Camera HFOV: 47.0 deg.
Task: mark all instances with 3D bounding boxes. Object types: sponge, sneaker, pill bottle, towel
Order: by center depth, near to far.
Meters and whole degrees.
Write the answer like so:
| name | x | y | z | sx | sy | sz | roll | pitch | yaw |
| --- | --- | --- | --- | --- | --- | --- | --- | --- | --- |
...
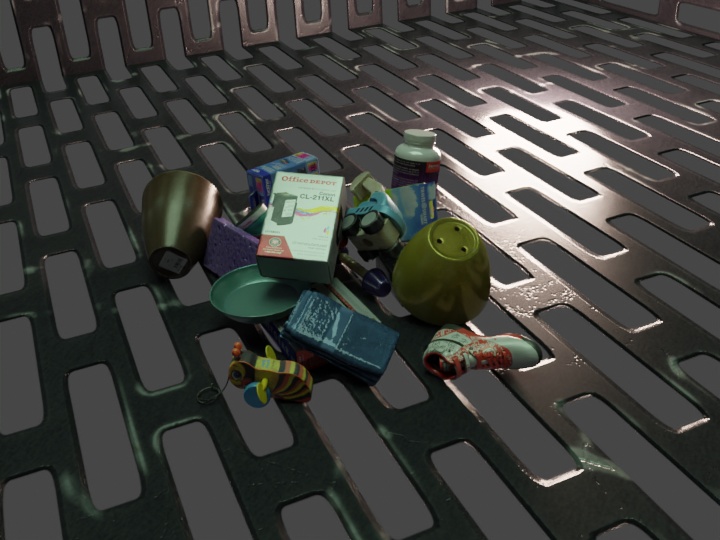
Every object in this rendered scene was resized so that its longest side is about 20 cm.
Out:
| name | x | y | z | sx | sy | sz | roll | pitch | yaw |
| --- | --- | --- | --- | --- | --- | --- | --- | --- | --- |
| sneaker | 0.206 | 0.155 | 1.435 | 0.198 | 0.068 | 0.108 | 11 | 33 | 30 |
| towel | -0.034 | 0.116 | 1.464 | 0.197 | 0.049 | 0.112 | 25 | 53 | 8 |
| sponge | -0.264 | -0.029 | 1.760 | 0.030 | 0.113 | 0.199 | 3 | 19 | -44 |
| sneaker | -0.232 | -0.061 | 1.845 | 0.199 | 0.121 | 0.084 | -30 | 16 | 50 |
| pill bottle | 0.130 | -0.224 | 1.952 | 0.110 | 0.204 | 0.113 | 5 | 20 | -2 |

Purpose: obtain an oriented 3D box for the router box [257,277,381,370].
| name | x | y | z | sx | sy | sz | roll | pitch | yaw |
| --- | --- | --- | --- | --- | --- | --- | --- | --- | --- |
| router box | -0.080 | 0.098 | 1.580 | 0.177 | 0.050 | 0.200 | -17 | 32 | -21 |

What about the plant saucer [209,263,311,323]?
| name | x | y | z | sx | sy | sz | roll | pitch | yaw |
| --- | --- | --- | --- | --- | --- | --- | --- | --- | --- |
| plant saucer | -0.191 | 0.049 | 1.592 | 0.196 | 0.037 | 0.201 | -3 | 29 | 2 |

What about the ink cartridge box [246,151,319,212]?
| name | x | y | z | sx | sy | sz | roll | pitch | yaw |
| --- | --- | --- | --- | --- | --- | --- | --- | --- | --- |
| ink cartridge box | -0.193 | -0.190 | 2.005 | 0.198 | 0.139 | 0.076 | -24 | 30 | -31 |

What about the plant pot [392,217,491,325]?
| name | x | y | z | sx | sy | sz | roll | pitch | yaw |
| --- | --- | --- | --- | --- | --- | --- | --- | --- | --- |
| plant pot | 0.166 | -0.018 | 1.588 | 0.196 | 0.143 | 0.203 | 3 | 53 | -4 |

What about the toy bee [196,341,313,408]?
| name | x | y | z | sx | sy | sz | roll | pitch | yaw |
| --- | --- | --- | --- | --- | --- | --- | --- | --- | --- |
| toy bee | -0.180 | 0.176 | 1.397 | 0.197 | 0.110 | 0.131 | -12 | 32 | -15 |

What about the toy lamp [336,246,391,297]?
| name | x | y | z | sx | sy | sz | roll | pitch | yaw |
| --- | --- | --- | --- | --- | --- | --- | --- | --- | --- |
| toy lamp | 0.000 | 0.000 | 1.738 | 0.057 | 0.059 | 0.200 | -17 | 32 | -23 |

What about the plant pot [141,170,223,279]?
| name | x | y | z | sx | sy | sz | roll | pitch | yaw |
| --- | --- | --- | --- | --- | --- | --- | --- | --- | --- |
| plant pot | -0.405 | -0.084 | 1.831 | 0.183 | 0.189 | 0.202 | -3 | 43 | 0 |

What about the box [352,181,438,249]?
| name | x | y | z | sx | sy | sz | roll | pitch | yaw |
| --- | --- | --- | --- | --- | --- | --- | --- | --- | --- |
| box | 0.084 | -0.118 | 1.812 | 0.197 | 0.124 | 0.047 | -8 | -5 | 26 |

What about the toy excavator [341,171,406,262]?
| name | x | y | z | sx | sy | sz | roll | pitch | yaw |
| --- | --- | --- | --- | --- | --- | --- | --- | --- | --- |
| toy excavator | 0.029 | -0.126 | 1.725 | 0.193 | 0.100 | 0.202 | -3 | 48 | 45 |

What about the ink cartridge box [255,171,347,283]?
| name | x | y | z | sx | sy | sz | roll | pitch | yaw |
| --- | --- | --- | --- | --- | --- | --- | --- | --- | --- |
| ink cartridge box | -0.112 | -0.087 | 1.612 | 0.143 | 0.083 | 0.203 | 5 | 60 | 7 |

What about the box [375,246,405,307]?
| name | x | y | z | sx | sy | sz | roll | pitch | yaw |
| --- | --- | --- | --- | --- | --- | --- | --- | --- | --- |
| box | 0.148 | -0.002 | 1.730 | 0.197 | 0.049 | 0.159 | -12 | 30 | -16 |

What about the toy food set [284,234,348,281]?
| name | x | y | z | sx | sy | sz | roll | pitch | yaw |
| --- | --- | --- | --- | --- | --- | --- | --- | --- | --- |
| toy food set | -0.109 | -0.028 | 1.738 | 0.198 | 0.049 | 0.199 | -45 | 20 | -30 |
